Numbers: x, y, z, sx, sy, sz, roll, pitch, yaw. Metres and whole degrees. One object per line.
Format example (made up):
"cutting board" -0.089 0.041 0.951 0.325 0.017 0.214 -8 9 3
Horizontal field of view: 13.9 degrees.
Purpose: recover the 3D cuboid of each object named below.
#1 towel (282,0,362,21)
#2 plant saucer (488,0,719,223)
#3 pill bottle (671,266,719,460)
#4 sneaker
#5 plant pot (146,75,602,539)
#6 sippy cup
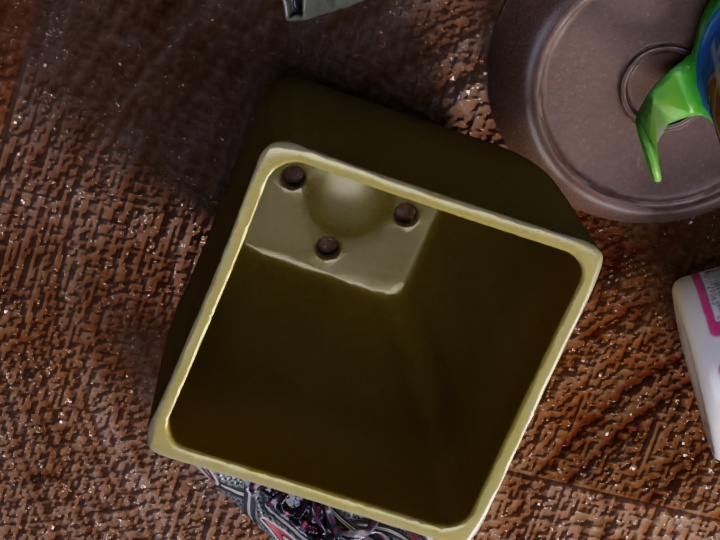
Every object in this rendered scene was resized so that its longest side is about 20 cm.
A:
"towel" 0.027 -0.244 1.562 0.034 0.200 0.194 26 124 32
"plant saucer" 0.174 -0.112 1.703 0.199 0.035 0.201 -2 116 -4
"pill bottle" 0.292 0.036 1.740 0.199 0.114 0.114 -14 117 3
"sneaker" -0.021 0.144 1.793 0.200 0.075 0.081 38 108 -19
"plant pot" 0.000 0.000 1.652 0.193 0.200 0.196 18 113 -13
"sippy cup" 0.250 -0.089 1.616 0.139 0.131 0.178 35 119 -16
